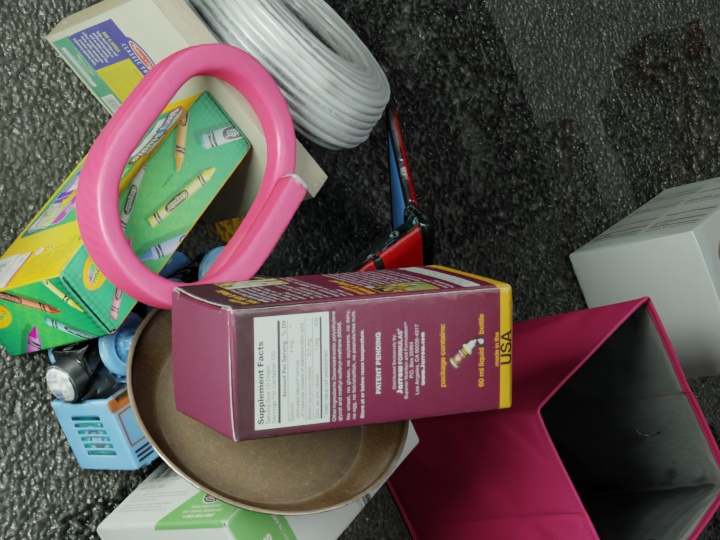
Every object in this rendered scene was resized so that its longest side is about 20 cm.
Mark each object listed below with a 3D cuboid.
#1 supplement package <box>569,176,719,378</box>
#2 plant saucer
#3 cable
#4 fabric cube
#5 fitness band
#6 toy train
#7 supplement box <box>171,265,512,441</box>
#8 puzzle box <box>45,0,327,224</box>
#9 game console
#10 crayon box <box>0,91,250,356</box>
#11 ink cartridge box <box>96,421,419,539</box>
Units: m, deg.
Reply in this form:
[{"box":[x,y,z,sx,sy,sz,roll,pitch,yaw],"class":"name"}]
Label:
[{"box":[0.346,0.006,1.655,0.200,0.151,0.152,-31,103,-45],"class":"supplement package"},{"box":[-0.066,0.091,1.126,0.200,0.037,0.201,11,49,-12],"class":"plant saucer"},{"box":[-0.061,-0.178,1.282,0.200,0.069,0.200,37,16,-29],"class":"cable"},{"box":[0.162,0.163,1.399,0.196,0.199,0.200,-39,108,-44],"class":"fabric cube"},{"box":[-0.111,-0.064,1.114,0.144,0.037,0.200,48,55,-27],"class":"fitness band"},{"box":[-0.144,0.060,1.199,0.200,0.087,0.114,-37,114,-43],"class":"toy train"},{"box":[-0.012,0.050,1.067,0.200,0.110,0.086,-5,99,-25],"class":"supplement box"},{"box":[-0.130,-0.122,1.217,0.200,0.133,0.025,51,53,-25],"class":"puzzle box"},{"box":[0.000,0.000,1.323,0.172,0.119,0.200,-36,151,-19],"class":"game console"},{"box":[-0.177,-0.034,1.159,0.058,0.119,0.200,51,50,-24],"class":"crayon box"},{"box":[-0.071,0.156,1.201,0.200,0.146,0.084,-44,114,-41],"class":"ink cartridge box"}]
